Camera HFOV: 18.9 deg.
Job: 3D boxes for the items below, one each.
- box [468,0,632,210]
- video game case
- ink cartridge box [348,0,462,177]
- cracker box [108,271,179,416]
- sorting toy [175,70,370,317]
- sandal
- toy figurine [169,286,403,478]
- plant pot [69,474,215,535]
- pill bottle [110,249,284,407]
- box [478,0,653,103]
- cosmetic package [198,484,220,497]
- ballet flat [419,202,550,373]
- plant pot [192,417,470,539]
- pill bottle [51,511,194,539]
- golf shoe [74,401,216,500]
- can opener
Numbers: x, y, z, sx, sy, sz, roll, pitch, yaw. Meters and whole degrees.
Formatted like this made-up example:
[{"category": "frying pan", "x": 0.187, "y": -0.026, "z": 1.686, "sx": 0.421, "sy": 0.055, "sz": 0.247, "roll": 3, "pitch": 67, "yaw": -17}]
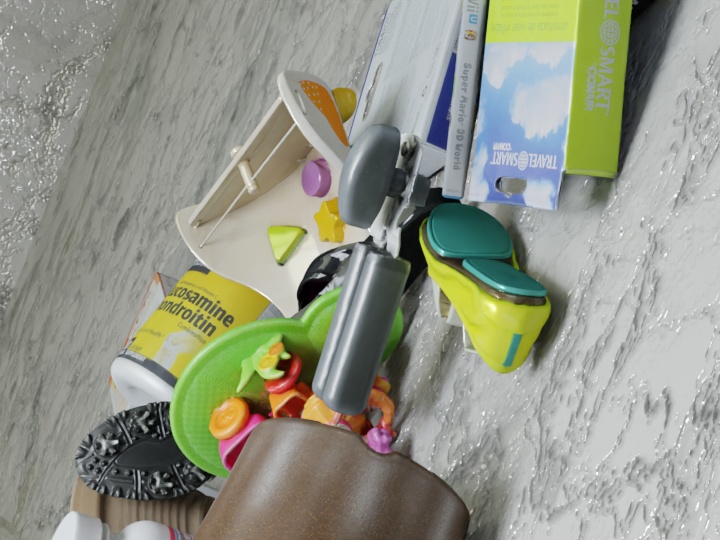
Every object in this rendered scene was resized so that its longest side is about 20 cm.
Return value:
[{"category": "box", "x": 0.125, "y": -0.140, "z": 1.398, "sx": 0.122, "sy": 0.047, "sz": 0.201, "roll": 10, "pitch": 96, "yaw": 64}, {"category": "video game case", "x": 0.082, "y": -0.172, "z": 1.545, "sx": 0.144, "sy": 0.018, "sz": 0.201, "roll": -78, "pitch": -6, "yaw": -47}, {"category": "ink cartridge box", "x": 0.051, "y": -0.160, "z": 1.765, "sx": 0.200, "sy": 0.040, "sz": 0.201, "roll": -28, "pitch": 43, "yaw": 66}, {"category": "cracker box", "x": -0.201, "y": 0.098, "z": 2.200, "sx": 0.135, "sy": 0.057, "sz": 0.200, "roll": -65, "pitch": 16, "yaw": 12}, {"category": "sorting toy", "x": -0.035, "y": -0.032, "z": 1.728, "sx": 0.200, "sy": 0.106, "sz": 0.181, "roll": -48, "pitch": 61, "yaw": 45}, {"category": "sandal", "x": 0.001, "y": 0.000, "z": 1.630, "sx": 0.200, "sy": 0.075, "sz": 0.048, "roll": -44, "pitch": 56, "yaw": 25}, {"category": "toy figurine", "x": -0.027, "y": 0.131, "z": 1.554, "sx": 0.200, "sy": 0.150, "sz": 0.184, "roll": -39, "pitch": 37, "yaw": 9}, {"category": "plant pot", "x": -0.147, "y": 0.238, "z": 1.710, "sx": 0.092, "sy": 0.201, "sz": 0.201, "roll": -18, "pitch": 34, "yaw": 11}, {"category": "pill bottle", "x": -0.111, "y": 0.045, "z": 1.831, "sx": 0.200, "sy": 0.112, "sz": 0.112, "roll": -52, "pitch": 11, "yaw": -18}, {"category": "box", "x": 0.158, "y": -0.235, "z": 1.513, "sx": 0.199, "sy": 0.049, "sz": 0.201, "roll": -46, "pitch": 28, "yaw": 53}, {"category": "cosmetic package", "x": -0.197, "y": 0.244, "z": 1.948, "sx": 0.200, "sy": 0.090, "sz": 0.107, "roll": -36, "pitch": 32, "yaw": 66}, {"category": "ballet flat", "x": 0.076, "y": 0.014, "z": 1.433, "sx": 0.200, "sy": 0.066, "sz": 0.067, "roll": -120, "pitch": 38, "yaw": -68}, {"category": "plant pot", "x": -0.036, "y": 0.211, "z": 1.325, "sx": 0.200, "sy": 0.200, "sz": 0.199, "roll": -33, "pitch": 30, "yaw": 63}, {"category": "pill bottle", "x": -0.125, "y": 0.242, "z": 1.519, "sx": 0.109, "sy": 0.199, "sz": 0.109, "roll": -57, "pitch": 20, "yaw": 33}, {"category": "golf shoe", "x": -0.136, "y": 0.138, "z": 1.700, "sx": 0.094, "sy": 0.199, "sz": 0.078, "roll": -29, "pitch": 76, "yaw": 63}, {"category": "can opener", "x": 0.001, "y": -0.002, "z": 1.479, "sx": 0.053, "sy": 0.066, "sz": 0.201, "roll": -140, "pitch": 62, "yaw": -69}]
